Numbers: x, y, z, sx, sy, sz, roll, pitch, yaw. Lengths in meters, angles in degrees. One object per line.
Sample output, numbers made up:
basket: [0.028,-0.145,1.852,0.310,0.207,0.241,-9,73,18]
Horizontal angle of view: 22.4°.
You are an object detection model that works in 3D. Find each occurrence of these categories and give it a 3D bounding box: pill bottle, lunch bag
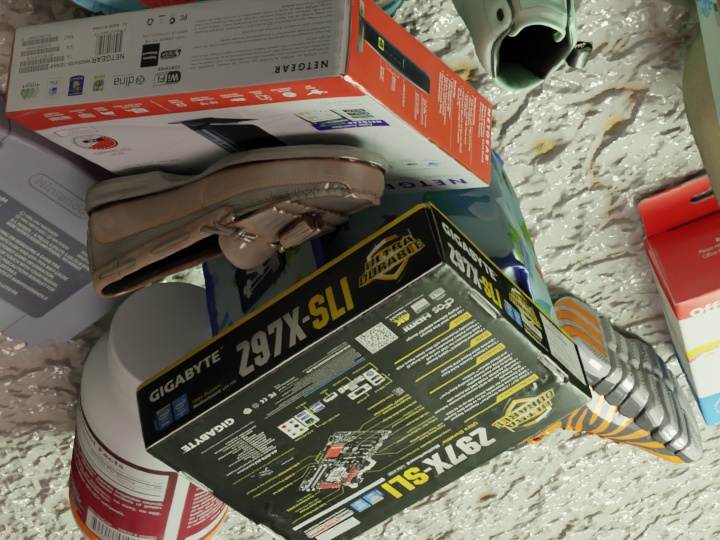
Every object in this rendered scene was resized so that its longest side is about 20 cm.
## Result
pill bottle: [-0.129,0.100,1.183,0.112,0.114,0.201,-3,144,-16]
lunch bag: [0.000,0.000,1.079,0.199,0.171,0.128,-23,136,11]

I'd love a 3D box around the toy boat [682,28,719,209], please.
toy boat: [0.284,-0.097,1.115,0.130,0.131,0.201,-3,124,36]

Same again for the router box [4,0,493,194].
router box: [-0.053,-0.085,0.958,0.199,0.049,0.179,-4,164,27]

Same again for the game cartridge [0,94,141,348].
game cartridge: [-0.210,-0.031,1.075,0.133,0.042,0.200,-36,137,16]

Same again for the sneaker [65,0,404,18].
sneaker: [-0.059,-0.172,0.931,0.198,0.080,0.096,0,136,-20]

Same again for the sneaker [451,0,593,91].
sneaker: [0.098,-0.187,0.937,0.073,0.119,0.201,-3,137,-14]

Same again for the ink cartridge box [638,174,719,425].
ink cartridge box: [0.271,0.014,1.272,0.115,0.068,0.200,-21,140,5]

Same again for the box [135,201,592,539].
box: [0.003,0.068,0.991,0.199,0.050,0.160,-33,136,18]

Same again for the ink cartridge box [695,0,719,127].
ink cartridge box: [0.254,-0.167,0.931,0.144,0.145,0.201,-16,107,-3]

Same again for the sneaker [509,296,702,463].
sneaker: [0.162,0.098,1.338,0.112,0.078,0.200,-33,127,25]

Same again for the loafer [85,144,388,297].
loafer: [-0.069,-0.023,0.976,0.199,0.063,0.072,-7,163,37]
